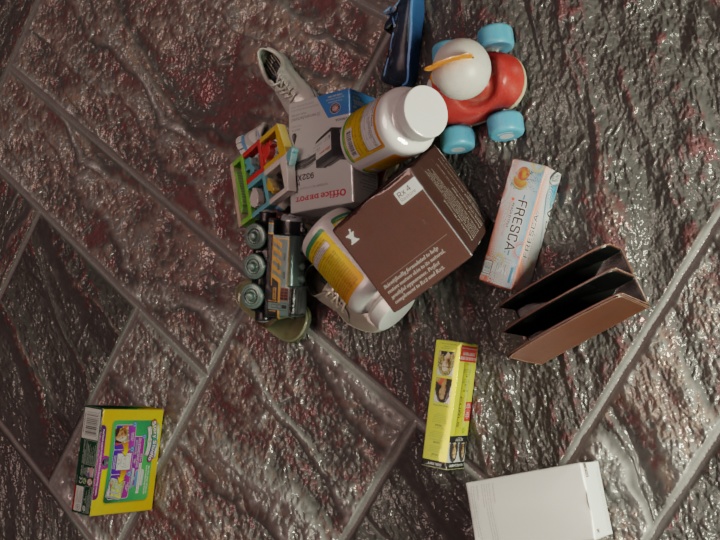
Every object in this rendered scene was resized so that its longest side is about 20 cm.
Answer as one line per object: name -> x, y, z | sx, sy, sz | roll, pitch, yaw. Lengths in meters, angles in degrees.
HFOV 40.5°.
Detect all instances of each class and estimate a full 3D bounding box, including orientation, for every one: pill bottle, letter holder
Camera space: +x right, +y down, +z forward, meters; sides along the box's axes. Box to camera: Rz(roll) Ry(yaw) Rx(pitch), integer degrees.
pill bottle -> 0.056, -0.233, 1.589 | 0.199, 0.109, 0.114 | -15, 72, 61
letter holder -> 0.305, 0.049, 1.458 | 0.198, 0.141, 0.102 | -32, 67, 26
pill bottle -> 0.000, 0.000, 1.663 | 0.200, 0.112, 0.113 | 48, 109, 19

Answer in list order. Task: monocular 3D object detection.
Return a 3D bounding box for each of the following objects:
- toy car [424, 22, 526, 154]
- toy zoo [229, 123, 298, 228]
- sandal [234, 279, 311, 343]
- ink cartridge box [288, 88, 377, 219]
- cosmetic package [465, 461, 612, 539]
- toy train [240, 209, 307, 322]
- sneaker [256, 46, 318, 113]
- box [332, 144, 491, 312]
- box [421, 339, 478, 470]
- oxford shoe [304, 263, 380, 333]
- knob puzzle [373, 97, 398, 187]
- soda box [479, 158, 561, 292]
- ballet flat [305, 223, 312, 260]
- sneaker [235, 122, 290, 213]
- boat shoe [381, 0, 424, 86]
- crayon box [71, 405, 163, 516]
toy car -> 0.157, -0.312, 1.577 | 0.174, 0.199, 0.188 | -11, 76, 32
toy zoo -> -0.172, -0.176, 1.777 | 0.199, 0.020, 0.134 | -31, 63, 45
sandal -> -0.173, 0.077, 1.828 | 0.199, 0.057, 0.081 | 23, 96, 34
ink cartridge box -> -0.049, -0.203, 1.733 | 0.143, 0.083, 0.205 | -7, 81, 34
cosmetic package -> 0.268, 0.359, 1.475 | 0.197, 0.081, 0.115 | -15, 75, 30
toy train -> -0.148, -0.006, 1.748 | 0.112, 0.085, 0.205 | 5, 94, 22
sneaker -> -0.142, -0.348, 1.863 | 0.073, 0.070, 0.201 | -47, 60, 19
box -> 0.087, -0.071, 1.558 | 0.165, 0.200, 0.165 | -36, 95, 24
box -> 0.146, 0.217, 1.583 | 0.049, 0.075, 0.204 | 4, 84, 31
oxford shoe -> -0.030, 0.048, 1.737 | 0.199, 0.057, 0.076 | 35, 98, 30
knob puzzle -> -0.013, -0.220, 1.782 | 0.216, 0.030, 0.225 | -6, 79, 34
soda box -> 0.255, -0.069, 1.554 | 0.063, 0.068, 0.204 | 18, 94, 34
ballet flat -> -0.122, -0.058, 1.801 | 0.197, 0.076, 0.065 | 6, 128, 34
sneaker -> -0.168, -0.202, 1.861 | 0.086, 0.075, 0.202 | -37, 65, 17
boat shoe -> 0.068, -0.429, 1.724 | 0.067, 0.084, 0.204 | 6, 84, 22
crayon box -> -0.474, 0.370, 1.919 | 0.057, 0.172, 0.204 | 4, 84, 30
